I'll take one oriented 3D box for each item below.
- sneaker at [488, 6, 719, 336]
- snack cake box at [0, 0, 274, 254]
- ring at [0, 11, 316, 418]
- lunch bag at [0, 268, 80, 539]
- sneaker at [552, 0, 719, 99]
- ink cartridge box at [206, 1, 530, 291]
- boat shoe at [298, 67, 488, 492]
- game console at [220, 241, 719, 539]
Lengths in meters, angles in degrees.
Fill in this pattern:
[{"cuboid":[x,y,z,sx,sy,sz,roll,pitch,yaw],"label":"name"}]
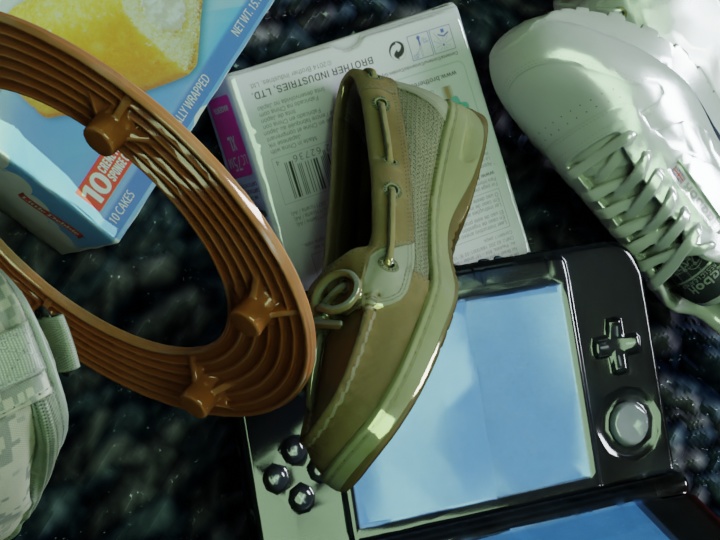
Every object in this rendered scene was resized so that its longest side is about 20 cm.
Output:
[{"cuboid":[0.134,-0.038,0.881,0.200,0.076,0.081,37,43,-25],"label":"sneaker"},{"cuboid":[-0.102,-0.121,0.789,0.115,0.067,0.201,38,70,-21],"label":"snack cake box"},{"cuboid":[-0.104,-0.013,0.704,0.201,0.200,0.019,48,59,-17],"label":"ring"},{"cuboid":[-0.210,0.058,0.661,0.199,0.167,0.140,-22,97,-27],"label":"lunch bag"},{"cuboid":[0.115,-0.133,0.901,0.200,0.073,0.085,45,66,-19],"label":"sneaker"},{"cuboid":[0.016,-0.004,0.858,0.119,0.042,0.201,-20,93,-26],"label":"ink cartridge box"},{"cuboid":[0.001,-0.002,0.763,0.063,0.073,0.202,26,48,-10],"label":"boat shoe"},{"cuboid":[0.063,0.081,0.785,0.199,0.119,0.174,-9,90,-24],"label":"game console"}]
